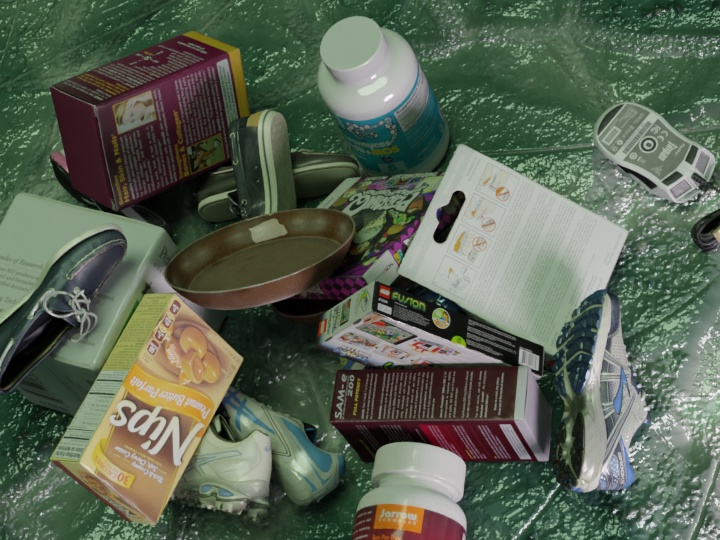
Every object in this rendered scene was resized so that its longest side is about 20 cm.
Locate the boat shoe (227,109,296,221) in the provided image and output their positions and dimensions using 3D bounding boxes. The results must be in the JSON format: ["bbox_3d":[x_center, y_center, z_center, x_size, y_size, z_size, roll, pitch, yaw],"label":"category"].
[{"bbox_3d":[-0.110,-0.075,1.815,0.062,0.075,0.202,1,105,20],"label":"boat shoe"}]

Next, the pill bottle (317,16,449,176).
[{"bbox_3d":[0.021,-0.188,1.798,0.110,0.200,0.112,-10,58,16],"label":"pill bottle"}]

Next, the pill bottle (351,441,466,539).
[{"bbox_3d":[0.043,0.273,1.578,0.109,0.110,0.201,-1,62,21],"label":"pill bottle"}]

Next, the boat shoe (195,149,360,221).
[{"bbox_3d":[-0.097,-0.110,1.881,0.199,0.067,0.057,-15,62,17],"label":"boat shoe"}]

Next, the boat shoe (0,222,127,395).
[{"bbox_3d":[-0.299,0.038,1.628,0.200,0.075,0.062,-42,57,-5],"label":"boat shoe"}]

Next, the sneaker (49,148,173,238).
[{"bbox_3d":[-0.279,-0.103,1.944,0.086,0.081,0.200,-40,60,-18],"label":"sneaker"}]

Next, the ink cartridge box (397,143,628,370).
[{"bbox_3d":[0.152,-0.011,1.683,0.199,0.050,0.163,27,71,0],"label":"ink cartridge box"}]

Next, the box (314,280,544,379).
[{"bbox_3d":[0.067,0.074,1.615,0.110,0.199,0.035,-32,43,52],"label":"box"}]

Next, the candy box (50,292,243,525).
[{"bbox_3d":[-0.209,0.136,1.649,0.055,0.115,0.201,-3,51,45],"label":"candy box"}]

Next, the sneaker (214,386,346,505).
[{"bbox_3d":[-0.093,0.172,1.722,0.072,0.072,0.200,-29,47,-30],"label":"sneaker"}]

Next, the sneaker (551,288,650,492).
[{"bbox_3d":[0.237,0.120,1.610,0.077,0.085,0.202,-22,57,62],"label":"sneaker"}]

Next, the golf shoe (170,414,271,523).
[{"bbox_3d":[-0.164,0.195,1.703,0.199,0.078,0.098,5,76,37],"label":"golf shoe"}]

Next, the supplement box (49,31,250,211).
[{"bbox_3d":[-0.232,-0.171,1.875,0.199,0.132,0.103,-26,34,-31],"label":"supplement box"}]

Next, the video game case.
[{"bbox_3d":[0.001,-0.037,1.737,0.199,0.036,0.181,0,39,51],"label":"video game case"}]

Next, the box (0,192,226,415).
[{"bbox_3d":[-0.287,0.052,1.780,0.199,0.199,0.172,13,66,25],"label":"box"}]

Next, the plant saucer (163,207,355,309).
[{"bbox_3d":[-0.098,-0.009,1.666,0.199,0.035,0.201,-12,22,5],"label":"plant saucer"}]

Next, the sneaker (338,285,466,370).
[{"bbox_3d":[0.068,0.064,1.715,0.199,0.074,0.083,-28,59,11],"label":"sneaker"}]

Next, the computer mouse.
[{"bbox_3d":[0.331,-0.107,1.729,0.200,0.044,0.110,40,85,28],"label":"computer mouse"}]

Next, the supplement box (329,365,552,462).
[{"bbox_3d":[0.081,0.143,1.639,0.198,0.109,0.061,-3,62,19],"label":"supplement box"}]

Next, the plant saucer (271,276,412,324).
[{"bbox_3d":[0.000,0.000,1.755,0.199,0.037,0.201,-26,23,12],"label":"plant saucer"}]
